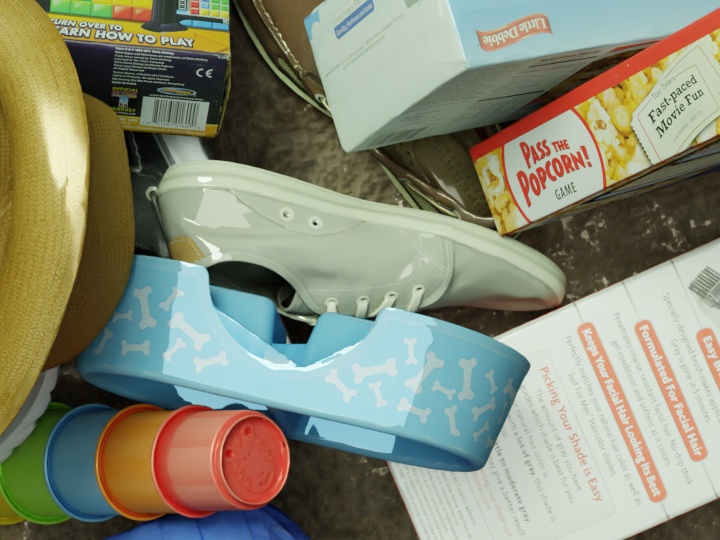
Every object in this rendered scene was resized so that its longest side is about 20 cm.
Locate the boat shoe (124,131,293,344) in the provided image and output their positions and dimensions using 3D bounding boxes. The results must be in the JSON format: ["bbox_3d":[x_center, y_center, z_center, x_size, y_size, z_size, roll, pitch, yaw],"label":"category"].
[{"bbox_3d":[-0.092,-0.019,0.846,0.066,0.070,0.201,-24,93,-2],"label":"boat shoe"}]

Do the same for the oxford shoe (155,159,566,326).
[{"bbox_3d":[0.000,0.000,0.801,0.199,0.075,0.058,12,71,-20],"label":"oxford shoe"}]

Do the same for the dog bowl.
[{"bbox_3d":[-0.030,0.042,0.752,0.199,0.112,0.050,13,77,5],"label":"dog bowl"}]

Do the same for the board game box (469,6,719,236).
[{"bbox_3d":[0.164,-0.077,0.749,0.151,0.200,0.047,-17,85,-33],"label":"board game box"}]

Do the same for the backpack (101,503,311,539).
[{"bbox_3d":[-0.041,0.199,0.784,0.167,0.163,0.201,-24,73,-9],"label":"backpack"}]

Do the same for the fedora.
[{"bbox_3d":[-0.148,-0.016,0.705,0.200,0.082,0.202,-2,87,42],"label":"fedora"}]

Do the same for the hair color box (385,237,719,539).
[{"bbox_3d":[0.112,0.070,0.833,0.199,0.064,0.111,-23,86,1],"label":"hair color box"}]

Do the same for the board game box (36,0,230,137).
[{"bbox_3d":[-0.160,-0.144,0.798,0.199,0.057,0.166,4,50,-11],"label":"board game box"}]

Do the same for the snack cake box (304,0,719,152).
[{"bbox_3d":[0.091,-0.115,0.778,0.199,0.115,0.068,-13,81,-30],"label":"snack cake box"}]

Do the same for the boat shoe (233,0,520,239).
[{"bbox_3d":[0.012,-0.096,0.840,0.075,0.075,0.202,-44,86,-2],"label":"boat shoe"}]

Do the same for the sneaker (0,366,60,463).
[{"bbox_3d":[-0.221,0.060,0.792,0.199,0.082,0.075,-25,59,24],"label":"sneaker"}]

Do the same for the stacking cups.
[{"bbox_3d":[-0.105,0.088,0.777,0.060,0.199,0.061,4,84,-43],"label":"stacking cups"}]
